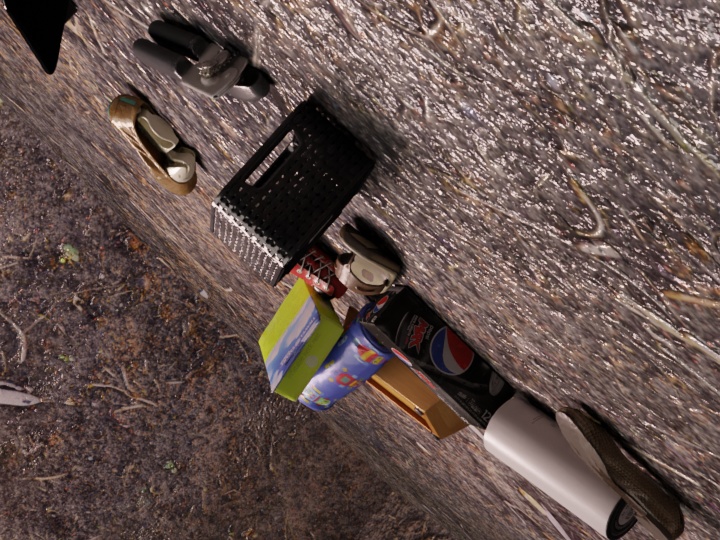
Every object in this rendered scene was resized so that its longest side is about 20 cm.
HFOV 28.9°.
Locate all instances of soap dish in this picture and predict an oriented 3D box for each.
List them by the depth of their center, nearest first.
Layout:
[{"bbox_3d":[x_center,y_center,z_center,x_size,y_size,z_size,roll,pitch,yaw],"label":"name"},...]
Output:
[{"bbox_3d":[0.063,0.146,1.973,0.200,0.081,0.158,36,169,25],"label":"soap dish"}]

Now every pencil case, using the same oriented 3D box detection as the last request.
[{"bbox_3d":[-0.016,0.113,1.877,0.078,0.087,0.200,21,140,-25],"label":"pencil case"}]

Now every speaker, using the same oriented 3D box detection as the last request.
[{"bbox_3d":[0.242,0.232,1.664,0.200,0.081,0.081,34,168,36],"label":"speaker"}]

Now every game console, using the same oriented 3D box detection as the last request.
[{"bbox_3d":[-0.376,-0.334,1.487,0.176,0.117,0.200,39,169,10],"label":"game console"}]

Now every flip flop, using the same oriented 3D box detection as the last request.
[{"bbox_3d":[0.000,0.000,1.650,0.081,0.058,0.200,40,170,7],"label":"flip flop"}]

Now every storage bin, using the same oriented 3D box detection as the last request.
[{"bbox_3d":[-0.071,-0.071,1.384,0.094,0.135,0.200,41,170,0],"label":"storage bin"}]

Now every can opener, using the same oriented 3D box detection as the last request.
[{"bbox_3d":[-0.168,-0.207,1.418,0.200,0.053,0.067,31,167,48],"label":"can opener"}]

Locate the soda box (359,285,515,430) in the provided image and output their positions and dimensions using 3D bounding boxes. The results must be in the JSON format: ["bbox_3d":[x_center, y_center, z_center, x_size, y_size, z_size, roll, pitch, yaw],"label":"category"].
[{"bbox_3d":[0.095,0.108,1.734,0.200,0.063,0.071,43,169,-13],"label":"soda box"}]

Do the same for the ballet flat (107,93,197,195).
[{"bbox_3d":[-0.279,-0.176,1.994,0.072,0.068,0.200,5,144,40],"label":"ballet flat"}]

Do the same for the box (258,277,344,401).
[{"bbox_3d":[-0.082,0.091,1.885,0.047,0.122,0.200,30,-170,-17],"label":"box"}]

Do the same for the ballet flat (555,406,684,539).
[{"bbox_3d":[0.292,0.219,1.545,0.200,0.046,0.067,48,169,-6],"label":"ballet flat"}]

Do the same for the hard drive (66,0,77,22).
[{"bbox_3d":[-0.456,-0.387,1.798,0.200,0.038,0.140,31,165,51],"label":"hard drive"}]

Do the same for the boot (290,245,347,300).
[{"bbox_3d":[-0.082,-0.025,1.835,0.144,0.073,0.200,37,177,21],"label":"boot"}]
